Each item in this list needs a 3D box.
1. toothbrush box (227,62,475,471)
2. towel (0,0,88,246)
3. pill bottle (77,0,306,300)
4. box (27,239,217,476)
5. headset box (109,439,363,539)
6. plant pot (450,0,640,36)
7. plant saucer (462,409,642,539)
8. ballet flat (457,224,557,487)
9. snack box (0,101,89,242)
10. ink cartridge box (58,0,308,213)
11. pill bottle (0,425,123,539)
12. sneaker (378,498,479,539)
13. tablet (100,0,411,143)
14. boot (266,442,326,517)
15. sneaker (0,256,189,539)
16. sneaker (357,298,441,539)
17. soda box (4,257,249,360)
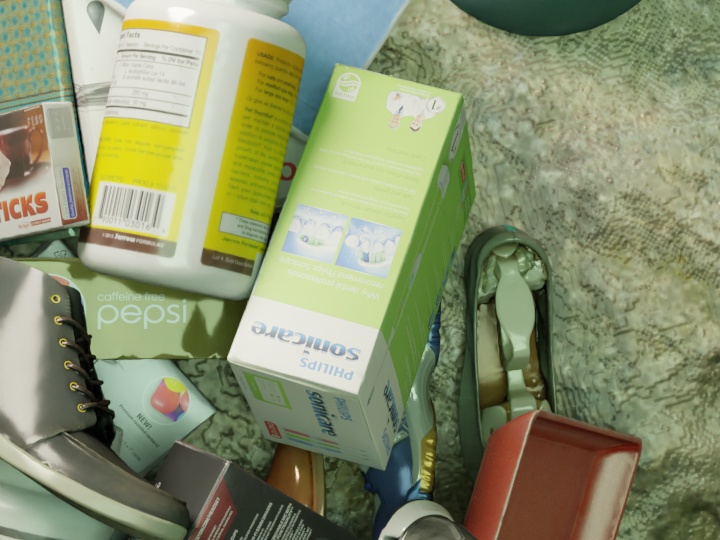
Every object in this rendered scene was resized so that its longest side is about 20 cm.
[{"bbox_3d":[0.000,0.000,1.307,0.086,0.146,0.200,14,70,12],"label":"toothbrush box"},{"bbox_3d":[-0.244,-0.111,1.352,0.146,0.022,0.201,-7,91,22],"label":"towel"},{"bbox_3d":[-0.095,-0.089,1.257,0.109,0.109,0.201,12,88,-8],"label":"pill bottle"},{"bbox_3d":[-0.218,0.100,1.380,0.200,0.041,0.156,-43,97,-4],"label":"box"},{"bbox_3d":[-0.070,0.206,1.286,0.200,0.077,0.149,33,79,-29],"label":"headset box"},{"bbox_3d":[0.133,-0.256,1.377,0.199,0.135,0.201,0,91,-8],"label":"plant pot"},{"bbox_3d":[0.105,0.189,1.372,0.037,0.200,0.200,16,88,27],"label":"plant saucer"},{"bbox_3d":[0.098,0.070,1.412,0.067,0.064,0.201,-4,92,-8],"label":"ballet flat"},{"bbox_3d":[-0.234,-0.050,1.288,0.024,0.200,0.072,-10,90,-44],"label":"snack box"},{"bbox_3d":[-0.114,-0.128,1.365,0.145,0.085,0.201,-9,94,-13],"label":"ink cartridge box"},{"bbox_3d":[-0.206,0.185,1.308,0.110,0.111,0.201,14,89,-8],"label":"pill bottle"},{"bbox_3d":[0.029,0.237,1.252,0.066,0.090,0.201,20,86,-31],"label":"sneaker"},{"bbox_3d":[-0.074,-0.184,1.325,0.200,0.014,0.130,35,82,-13],"label":"tablet"},{"bbox_3d":[-0.106,0.186,1.389,0.155,0.077,0.201,11,97,-4],"label":"boot"},{"bbox_3d":[-0.164,0.071,1.231,0.200,0.075,0.106,30,79,17],"label":"sneaker"},{"bbox_3d":[0.008,0.093,1.403,0.088,0.075,0.201,1,82,0],"label":"sneaker"},{"bbox_3d":[-0.165,0.024,1.332,0.199,0.068,0.064,1,89,-11],"label":"soda box"}]
